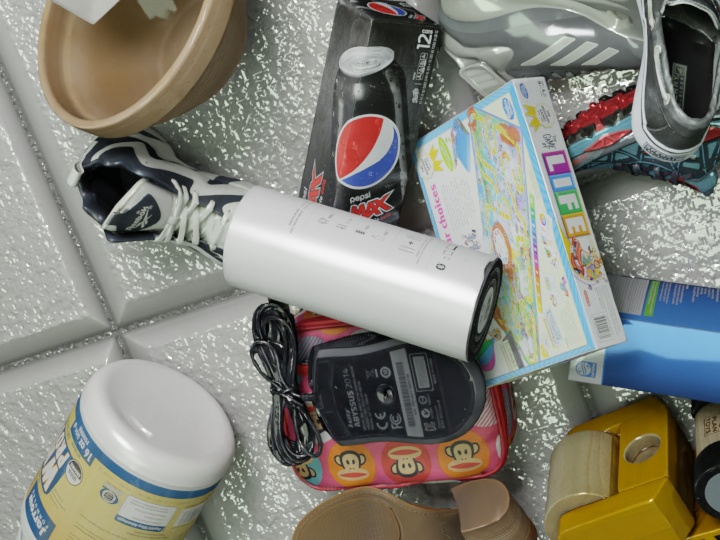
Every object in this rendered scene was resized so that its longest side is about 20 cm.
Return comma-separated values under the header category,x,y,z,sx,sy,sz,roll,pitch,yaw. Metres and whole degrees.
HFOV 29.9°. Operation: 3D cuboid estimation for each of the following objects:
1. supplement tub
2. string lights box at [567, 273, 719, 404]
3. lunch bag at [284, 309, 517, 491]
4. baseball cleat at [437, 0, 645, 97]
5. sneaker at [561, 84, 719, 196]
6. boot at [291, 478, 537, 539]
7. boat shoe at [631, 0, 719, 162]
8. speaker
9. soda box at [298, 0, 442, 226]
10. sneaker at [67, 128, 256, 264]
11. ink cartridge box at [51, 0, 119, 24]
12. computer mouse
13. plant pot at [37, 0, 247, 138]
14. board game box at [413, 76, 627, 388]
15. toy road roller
category,x,y,z,sx,sy,sz,roll,pitch,yaw
supplement tub,-0.214,0.196,1.198,0.144,0.145,0.201,34,115,3
string lights box,0.264,0.054,1.022,0.197,0.103,0.060,8,110,15
lunch bag,0.027,0.087,1.125,0.197,0.082,0.179,-7,103,18
baseball cleat,0.153,-0.166,1.010,0.198,0.070,0.107,19,129,13
sneaker,0.227,-0.091,0.997,0.198,0.079,0.096,-21,104,23
boot,0.054,0.242,1.142,0.198,0.077,0.156,-17,139,8
boat shoe,0.221,-0.177,0.917,0.073,0.068,0.202,15,69,-2
speaker,0.000,0.000,0.996,0.198,0.081,0.082,17,113,15
soda box,0.003,-0.106,1.054,0.063,0.071,0.202,0,116,-26
sneaker,-0.152,-0.044,1.103,0.198,0.130,0.080,38,116,1
ink cartridge box,-0.208,-0.306,1.032,0.116,0.067,0.202,-34,57,25
computer mouse,0.013,0.084,1.062,0.198,0.053,0.140,-2,103,27
plant pot,-0.153,-0.191,1.050,0.199,0.092,0.204,-15,66,36
board game box,0.113,-0.025,1.010,0.134,0.034,0.203,-26,77,53
toy road roller,0.256,0.186,1.064,0.198,0.123,0.147,-22,115,24
